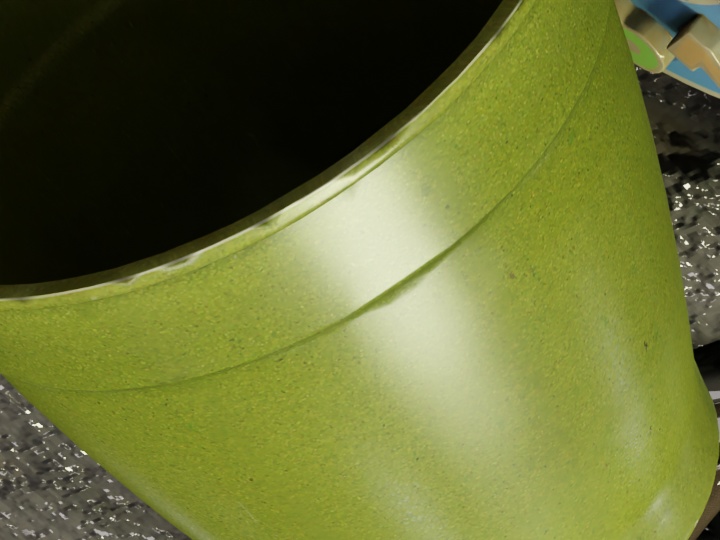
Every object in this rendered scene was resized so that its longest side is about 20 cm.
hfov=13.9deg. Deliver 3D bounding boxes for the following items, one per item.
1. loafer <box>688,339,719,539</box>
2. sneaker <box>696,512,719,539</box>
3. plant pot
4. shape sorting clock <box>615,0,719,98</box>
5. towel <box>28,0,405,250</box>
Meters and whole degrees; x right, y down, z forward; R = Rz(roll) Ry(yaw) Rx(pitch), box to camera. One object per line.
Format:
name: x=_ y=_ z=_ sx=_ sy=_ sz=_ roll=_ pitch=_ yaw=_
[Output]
loafer: x=0.072 y=0.081 z=0.919 sx=0.200 sy=0.073 sz=0.071 roll=-31 pitch=84 yaw=34
sneaker: x=0.117 y=0.096 z=1.019 sx=0.200 sy=0.076 sz=0.077 roll=-1 pitch=152 yaw=-15
plant pot: x=0.000 y=0.000 z=0.768 sx=0.200 sy=0.201 sz=0.193 roll=-11 pitch=131 yaw=27
shape sorting clock: x=0.061 y=-0.107 z=0.787 sx=0.200 sy=0.039 sz=0.200 roll=41 pitch=167 yaw=12
towel: x=-0.022 y=-0.018 z=0.860 sx=0.146 sy=0.030 sz=0.200 roll=-35 pitch=113 yaw=-2
